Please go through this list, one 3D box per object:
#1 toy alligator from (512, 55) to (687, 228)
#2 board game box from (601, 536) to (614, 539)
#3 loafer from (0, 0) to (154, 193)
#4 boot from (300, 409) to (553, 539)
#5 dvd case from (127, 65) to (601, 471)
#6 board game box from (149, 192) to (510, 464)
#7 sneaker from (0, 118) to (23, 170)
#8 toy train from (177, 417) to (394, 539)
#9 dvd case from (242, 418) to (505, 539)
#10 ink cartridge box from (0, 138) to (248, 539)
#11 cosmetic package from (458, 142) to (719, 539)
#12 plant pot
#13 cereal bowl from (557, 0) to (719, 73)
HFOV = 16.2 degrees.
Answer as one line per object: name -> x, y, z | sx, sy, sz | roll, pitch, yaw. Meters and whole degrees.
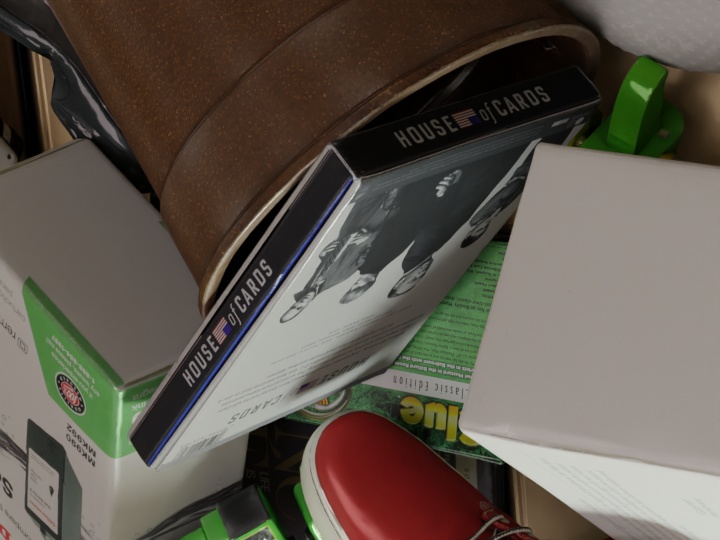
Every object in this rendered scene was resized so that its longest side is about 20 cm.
toy alligator -> 0.102, -0.012, 1.106 | 0.059, 0.054, 0.200 | 32, 125, 21
board game box -> 0.141, 0.192, 1.146 | 0.200, 0.040, 0.153 | -30, 90, 29
loafer -> -0.135, -0.135, 1.200 | 0.072, 0.073, 0.200 | -37, 95, 25
boot -> 0.070, 0.121, 1.065 | 0.200, 0.072, 0.144 | 46, 149, 1
dvd case -> 0.000, 0.000, 1.057 | 0.025, 0.150, 0.200 | 53, 134, 16
board game box -> -0.014, 0.022, 1.195 | 0.200, 0.023, 0.105 | 10, 101, 28
sneaker -> -0.209, -0.077, 1.243 | 0.076, 0.088, 0.200 | -123, 33, -46
toy train -> -0.056, 0.133, 1.160 | 0.200, 0.042, 0.056 | -29, 128, -1
dvd case -> -0.019, 0.136, 1.247 | 0.200, 0.016, 0.149 | 7, 109, 28
ink cartridge box -> -0.127, 0.064, 1.193 | 0.146, 0.084, 0.200 | 44, 144, 31
cosmetic package -> 0.175, 0.049, 0.979 | 0.200, 0.199, 0.123 | 8, 75, 27
plant pot -> -0.035, -0.111, 1.077 | 0.200, 0.200, 0.198 | -46, 71, 33
cereal bowl -> 0.137, -0.173, 1.014 | 0.200, 0.083, 0.200 | 9, 110, 28
